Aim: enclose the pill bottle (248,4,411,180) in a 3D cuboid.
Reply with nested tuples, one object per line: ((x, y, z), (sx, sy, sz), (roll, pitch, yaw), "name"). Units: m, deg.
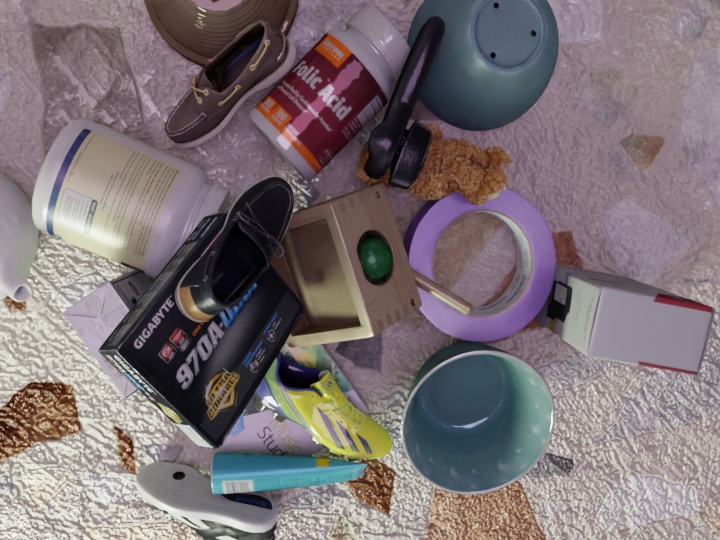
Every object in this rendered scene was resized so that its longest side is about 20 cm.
((-0.033, -0.220, 0.902), (0.114, 0.114, 0.200), (45, 90, -8), "pill bottle")

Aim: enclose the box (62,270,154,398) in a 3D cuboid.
((-0.267, 0.065, 0.864), (0.060, 0.200, 0.118), (-34, 96, -2), "box")

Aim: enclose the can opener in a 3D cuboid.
((0.054, -0.200, 0.859), (0.077, 0.063, 0.204), (18, 87, -18), "can opener")

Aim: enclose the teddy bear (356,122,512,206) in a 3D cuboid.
((0.092, -0.137, 0.909), (0.197, 0.067, 0.146), (21, 52, 22), "teddy bear")

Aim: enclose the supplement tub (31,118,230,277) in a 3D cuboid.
((-0.271, -0.079, 0.877), (0.197, 0.145, 0.147), (23, 93, -7), "supplement tub")

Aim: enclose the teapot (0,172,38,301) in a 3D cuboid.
((-0.494, -0.042, 0.859), (0.196, 0.146, 0.201), (-16, 97, -3), "teapot")

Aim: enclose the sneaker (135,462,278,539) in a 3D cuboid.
((-0.208, 0.335, 0.961), (0.196, 0.073, 0.114), (16, 119, 10), "sneaker")

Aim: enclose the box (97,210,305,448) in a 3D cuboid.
((-0.162, 0.063, 0.792), (0.160, 0.045, 0.201), (53, 50, -27), "box")

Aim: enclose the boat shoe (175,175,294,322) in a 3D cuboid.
((-0.119, -0.028, 0.774), (0.075, 0.062, 0.201), (52, 50, -25), "boat shoe")

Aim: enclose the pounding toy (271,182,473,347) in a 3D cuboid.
((0.000, 0.000, 0.891), (0.141, 0.198, 0.187), (-26, 100, -46), "pounding toy")

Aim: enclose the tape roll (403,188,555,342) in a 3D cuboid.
((0.154, -0.011, 0.966), (0.196, 0.066, 0.205), (-1, 96, -6), "tape roll")

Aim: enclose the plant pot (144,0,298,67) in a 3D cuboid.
((-0.172, -0.355, 0.888), (0.196, 0.093, 0.205), (-1, 96, -7), "plant pot")

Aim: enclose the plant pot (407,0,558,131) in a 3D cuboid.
((0.164, -0.282, 0.906), (0.196, 0.135, 0.205), (-1, 96, -6), "plant pot")

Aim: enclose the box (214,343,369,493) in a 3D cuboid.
((-0.106, 0.188, 0.974), (0.199, 0.036, 0.145), (-37, 98, -2), "box")

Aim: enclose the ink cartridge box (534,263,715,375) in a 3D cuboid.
((0.321, 0.055, 0.921), (0.143, 0.200, 0.085), (10, 97, -6), "ink cartridge box")

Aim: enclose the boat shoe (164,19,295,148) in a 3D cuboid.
((-0.171, -0.227, 0.889), (0.198, 0.059, 0.073), (-34, 62, 16), "boat shoe")

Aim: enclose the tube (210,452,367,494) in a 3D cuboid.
((-0.091, 0.259, 0.935), (0.195, 0.078, 0.051), (0, 70, -3), "tube")

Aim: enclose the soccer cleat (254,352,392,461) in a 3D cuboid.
((-0.040, 0.174, 0.925), (0.198, 0.065, 0.085), (29, 111, -6), "soccer cleat")

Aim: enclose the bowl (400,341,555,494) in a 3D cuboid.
((0.143, 0.174, 0.950), (0.196, 0.105, 0.205), (-1, 110, -4), "bowl")
